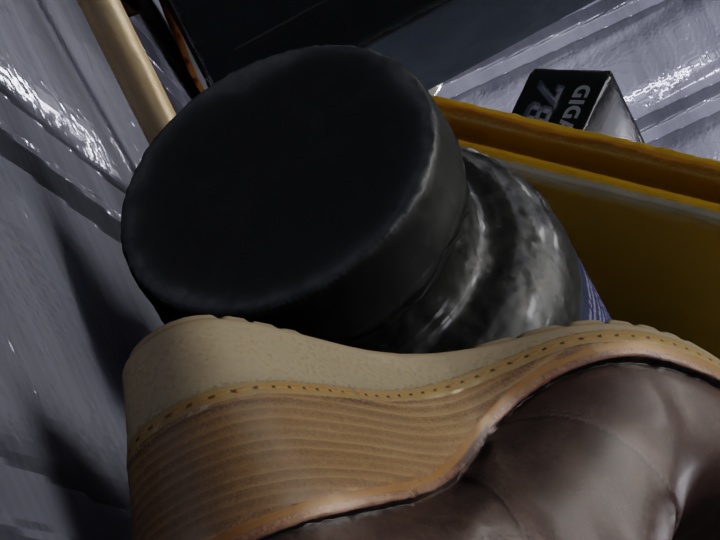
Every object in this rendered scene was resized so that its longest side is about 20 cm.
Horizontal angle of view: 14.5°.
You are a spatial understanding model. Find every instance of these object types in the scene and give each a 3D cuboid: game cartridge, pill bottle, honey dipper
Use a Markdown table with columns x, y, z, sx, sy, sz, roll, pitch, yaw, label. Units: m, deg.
| x | y | z | sx | sy | sz | roll | pitch | yaw | label |
| --- | --- | --- | --- | --- | --- | --- | --- | --- | --- |
| 0.092 | 0.050 | 0.852 | 0.176 | 0.032 | 0.200 | 18 | -43 | 49 | game cartridge |
| 0.017 | 0.037 | 0.750 | 0.200 | 0.112 | 0.112 | 58 | 6 | -44 | pill bottle |
| -0.090 | -0.100 | 0.873 | 0.038 | 0.038 | 0.200 | -94 | 159 | -79 | honey dipper |

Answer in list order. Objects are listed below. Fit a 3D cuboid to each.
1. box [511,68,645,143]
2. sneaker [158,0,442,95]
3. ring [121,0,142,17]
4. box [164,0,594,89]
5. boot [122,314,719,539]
| x | y | z | sx | sy | sz | roll | pitch | yaw | label |
| --- | --- | --- | --- | --- | --- | --- | --- | --- | --- |
| 0.099 | 0.042 | 1.336 | 0.199 | 0.050 | 0.200 | 58 | 48 | -42 | box |
| -0.019 | -0.085 | 1.194 | 0.200 | 0.092 | 0.076 | 58 | 6 | -41 | sneaker |
| -0.127 | -0.185 | 1.043 | 0.201 | 0.019 | 0.200 | 61 | 4 | -7 | ring |
| 0.002 | -0.176 | 1.052 | 0.197 | 0.200 | 0.124 | 63 | 4 | 11 | box |
| 0.040 | 0.094 | 0.602 | 0.200 | 0.072 | 0.167 | 7 | 52 | -42 | boot |
